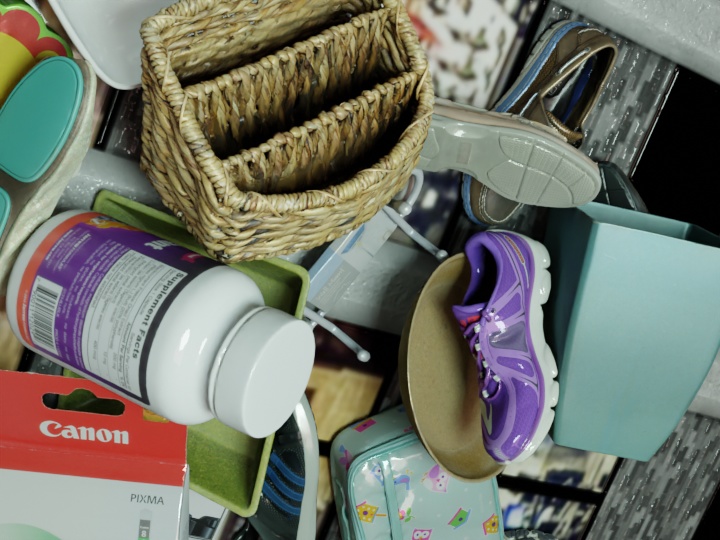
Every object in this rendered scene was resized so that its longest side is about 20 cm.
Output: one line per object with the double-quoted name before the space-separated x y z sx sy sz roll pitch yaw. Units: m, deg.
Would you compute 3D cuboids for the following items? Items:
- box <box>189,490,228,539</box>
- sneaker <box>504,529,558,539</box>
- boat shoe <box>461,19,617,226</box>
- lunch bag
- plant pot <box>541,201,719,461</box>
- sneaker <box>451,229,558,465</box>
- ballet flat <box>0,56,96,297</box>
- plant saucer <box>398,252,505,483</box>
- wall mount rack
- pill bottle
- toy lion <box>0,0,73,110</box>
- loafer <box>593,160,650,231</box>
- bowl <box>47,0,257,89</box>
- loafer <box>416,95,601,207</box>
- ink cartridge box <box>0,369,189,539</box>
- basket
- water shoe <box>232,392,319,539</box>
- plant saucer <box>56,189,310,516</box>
"box" -0.197 0.239 0.901 0.116 0.060 0.201 21 100 -31
"sneaker" 0.134 0.347 1.113 0.199 0.078 0.080 -29 139 -8
"boat shoe" 0.157 -0.126 0.922 0.072 0.072 0.201 20 100 -31
"lunch bag" 0.053 0.230 1.009 0.159 0.077 0.201 -19 115 -19
"plant pot" 0.225 0.053 0.920 0.140 0.141 0.201 12 102 -7
"sneaker" 0.111 0.063 0.885 0.083 0.080 0.202 11 70 -34
"ballet flat" -0.235 -0.064 0.735 0.201 0.067 0.062 -56 164 12
"plant saucer" 0.090 0.085 0.925 0.199 0.035 0.202 6 83 -50
"wall mount rack" 0.000 0.000 0.860 0.200 0.074 0.174 -51 157 0
"pill bottle" -0.135 0.038 0.718 0.111 0.199 0.112 -45 146 -41
"toy lion" -0.302 -0.116 0.714 0.200 0.069 0.192 -47 130 -2
"loafer" 0.264 -0.023 1.030 0.072 0.072 0.201 -50 125 -48
"bowl" -0.140 -0.249 0.713 0.199 0.075 0.201 -32 130 -15
"loafer" 0.106 -0.110 0.868 0.199 0.063 0.072 14 140 -4
"ink cartridge box" -0.211 0.175 0.785 0.160 0.050 0.201 6 121 -1
"basket" -0.041 -0.112 0.728 0.199 0.143 0.149 -28 155 -29
"water shoe" -0.082 0.184 0.929 0.078 0.071 0.201 -9 113 -20
"plant saucer" -0.132 0.059 0.813 0.048 0.199 0.201 -16 123 -62
